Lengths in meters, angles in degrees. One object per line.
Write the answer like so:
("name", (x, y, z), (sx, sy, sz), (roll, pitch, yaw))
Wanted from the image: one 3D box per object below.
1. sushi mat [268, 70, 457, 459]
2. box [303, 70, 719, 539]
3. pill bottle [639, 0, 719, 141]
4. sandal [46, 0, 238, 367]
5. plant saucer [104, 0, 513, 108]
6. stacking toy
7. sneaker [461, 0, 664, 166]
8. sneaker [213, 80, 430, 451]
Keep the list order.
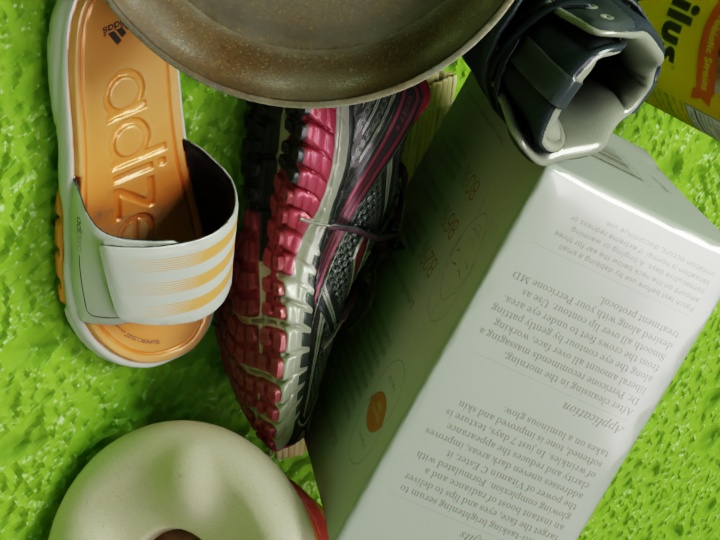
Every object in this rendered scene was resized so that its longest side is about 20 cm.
("sushi mat", (0.000, 0.000, 0.998), (0.095, 0.012, 0.202), (-17, 127, -37))
("box", (0.065, 0.032, 0.922), (0.106, 0.152, 0.201), (23, 107, -18))
("pill bottle", (0.207, -0.113, 0.986), (0.109, 0.199, 0.110), (-25, 131, -32))
("sandal", (-0.091, -0.032, 0.848), (0.079, 0.059, 0.208), (-29, 134, -28))
("plant saucer", (-0.020, -0.165, 0.763), (0.032, 0.199, 0.202), (-56, 167, -74))
("stacking toy", (-0.050, 0.149, 0.982), (0.147, 0.145, 0.200), (-63, 156, 8))
("sneaker", (0.038, -0.123, 0.817), (0.201, 0.147, 0.077), (20, 119, -26))
("sneaker", (-0.017, -0.006, 0.914), (0.074, 0.081, 0.202), (0, 117, -28))
